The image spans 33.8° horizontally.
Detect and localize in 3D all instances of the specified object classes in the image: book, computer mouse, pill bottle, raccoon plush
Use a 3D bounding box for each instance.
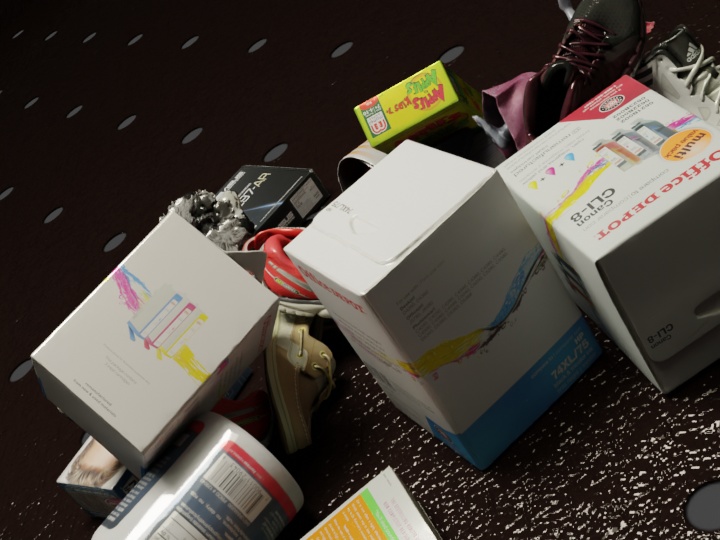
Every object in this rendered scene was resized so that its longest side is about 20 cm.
[{"bbox_3d":[-0.023,0.256,0.884,0.199,0.048,0.134,-37,31,-1],"label":"book"},{"bbox_3d":[0.034,-0.084,1.261,0.199,0.046,0.140,-31,5,-9],"label":"computer mouse"},{"bbox_3d":[-0.152,0.228,0.983,0.200,0.120,0.119,-48,31,-20],"label":"pill bottle"},{"bbox_3d":[-0.186,-0.003,1.307,0.201,0.096,0.134,-54,-8,-10],"label":"raccoon plush"}]

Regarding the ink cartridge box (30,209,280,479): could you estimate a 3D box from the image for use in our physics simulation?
[{"bbox_3d":[-0.166,0.059,1.031,0.200,0.125,0.129,-49,-7,-22],"label":"ink cartridge box"}]

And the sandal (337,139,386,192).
[{"bbox_3d":[0.003,-0.102,1.364,0.079,0.059,0.207,-4,42,43],"label":"sandal"}]

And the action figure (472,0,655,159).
[{"bbox_3d":[0.212,-0.173,1.136,0.200,0.134,0.149,-38,53,-4],"label":"action figure"}]

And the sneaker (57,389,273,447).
[{"bbox_3d":[-0.180,0.127,1.109,0.077,0.198,0.086,136,143,-77],"label":"sneaker"}]

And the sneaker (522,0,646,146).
[{"bbox_3d":[0.195,-0.181,1.037,0.075,0.115,0.201,16,82,22],"label":"sneaker"}]

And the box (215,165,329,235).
[{"bbox_3d":[-0.154,-0.046,1.463,0.160,0.044,0.200,10,53,52],"label":"box"}]

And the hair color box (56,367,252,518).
[{"bbox_3d":[-0.207,0.157,1.206,0.100,0.061,0.201,-5,42,43],"label":"hair color box"}]

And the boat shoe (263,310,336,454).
[{"bbox_3d":[-0.056,0.091,1.132,0.066,0.074,0.201,-9,38,-1],"label":"boat shoe"}]

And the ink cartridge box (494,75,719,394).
[{"bbox_3d":[0.227,-0.034,0.939,0.145,0.145,0.200,-35,30,0],"label":"ink cartridge box"}]

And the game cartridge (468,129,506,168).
[{"bbox_3d":[0.120,-0.092,1.255,0.199,0.038,0.130,-35,33,1],"label":"game cartridge"}]

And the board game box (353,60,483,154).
[{"bbox_3d":[0.075,-0.162,1.270,0.101,0.048,0.200,-27,-9,15],"label":"board game box"}]

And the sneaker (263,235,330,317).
[{"bbox_3d":[0.000,0.000,1.127,0.198,0.085,0.077,1,33,3],"label":"sneaker"}]

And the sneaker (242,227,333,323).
[{"bbox_3d":[-0.107,0.014,1.259,0.200,0.108,0.067,-14,35,34],"label":"sneaker"}]

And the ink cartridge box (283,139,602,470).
[{"bbox_3d":[0.067,0.024,0.966,0.146,0.201,0.147,-41,30,-12],"label":"ink cartridge box"}]

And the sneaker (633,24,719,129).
[{"bbox_3d":[0.315,-0.155,1.054,0.076,0.116,0.200,-45,30,-17],"label":"sneaker"}]
